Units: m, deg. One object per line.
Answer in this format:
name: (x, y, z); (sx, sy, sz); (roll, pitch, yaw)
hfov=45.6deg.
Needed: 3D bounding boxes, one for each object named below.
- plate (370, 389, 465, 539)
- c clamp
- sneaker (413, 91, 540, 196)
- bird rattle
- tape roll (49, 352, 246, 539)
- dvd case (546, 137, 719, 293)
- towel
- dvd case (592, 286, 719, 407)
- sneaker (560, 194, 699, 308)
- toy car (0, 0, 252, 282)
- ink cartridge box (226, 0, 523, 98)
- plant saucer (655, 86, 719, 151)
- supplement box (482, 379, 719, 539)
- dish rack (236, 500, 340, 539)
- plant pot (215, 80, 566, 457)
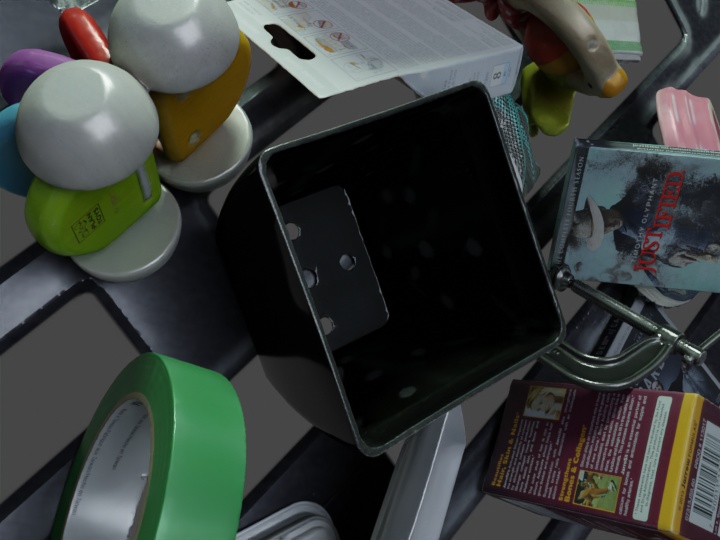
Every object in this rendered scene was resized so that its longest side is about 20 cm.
plate: (0.037, 0.206, 0.667); (0.032, 0.200, 0.202); (15, 71, 15)
c clamp: (0.215, 0.046, 0.779); (0.170, 0.199, 0.027); (-32, 133, -31)
sneaker: (0.112, -0.150, 0.805); (0.091, 0.077, 0.202); (-31, 105, -48)
bird rattle: (0.173, -0.224, 0.781); (0.112, 0.163, 0.201); (-37, 115, -3)
tape roll: (-0.137, 0.153, 0.523); (0.048, 0.200, 0.203); (21, 73, -29)
dvd case: (0.289, -0.049, 0.819); (0.197, 0.022, 0.147); (7, 123, 2)
towel: (0.235, -0.322, 0.922); (0.148, 0.031, 0.203); (-7, 86, -35)
dvd case: (0.320, 0.138, 0.921); (0.200, 0.025, 0.151); (47, 62, -20)
sneaker: (0.299, -0.033, 0.876); (0.199, 0.086, 0.078); (32, 41, -26)
toy car: (-0.169, -0.106, 0.576); (0.149, 0.176, 0.201); (30, 65, 11)
ink cartridge box: (0.005, -0.177, 0.686); (0.198, 0.160, 0.048); (-21, 138, -31)
plant saucer: (0.365, -0.100, 0.907); (0.200, 0.050, 0.203); (38, 44, -49)
supplement box: (0.214, 0.165, 0.743); (0.085, 0.199, 0.112); (29, 71, -32)
dish rack: (-0.059, 0.298, 0.650); (0.170, 0.043, 0.202); (-20, 95, -32)
plant pot: (0.000, 0.000, 0.643); (0.199, 0.177, 0.202); (-24, 97, -33)
